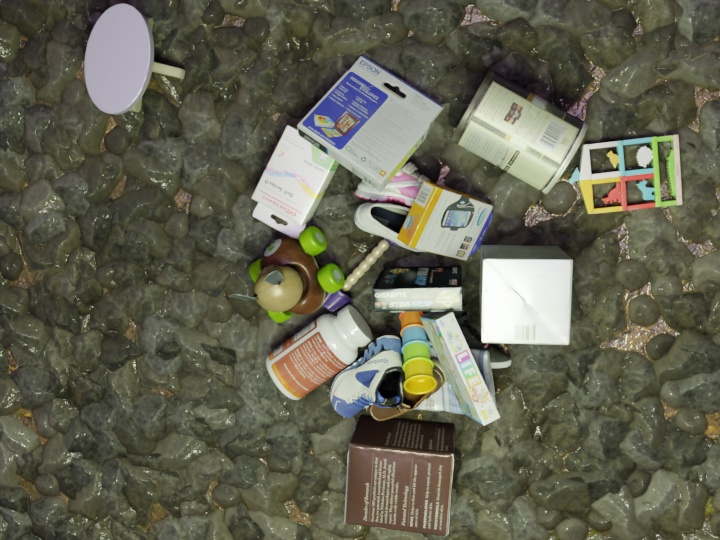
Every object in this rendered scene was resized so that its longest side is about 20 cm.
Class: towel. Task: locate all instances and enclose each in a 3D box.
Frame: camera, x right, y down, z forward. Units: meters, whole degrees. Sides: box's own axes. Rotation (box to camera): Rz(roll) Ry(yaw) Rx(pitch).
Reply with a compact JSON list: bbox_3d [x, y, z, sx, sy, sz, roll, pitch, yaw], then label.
[{"bbox_3d":[0.162,0.214,1.470,0.200,0.024,0.147,1,114,26],"label":"towel"}]

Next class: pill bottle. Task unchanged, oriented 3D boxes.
[{"bbox_3d":[-0.078,0.158,1.495,0.200,0.112,0.112,-36,92,12],"label":"pill bottle"}]

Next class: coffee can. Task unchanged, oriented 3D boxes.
[{"bbox_3d":[0.284,-0.249,1.368,0.200,0.146,0.147,30,101,3],"label":"coffee can"}]

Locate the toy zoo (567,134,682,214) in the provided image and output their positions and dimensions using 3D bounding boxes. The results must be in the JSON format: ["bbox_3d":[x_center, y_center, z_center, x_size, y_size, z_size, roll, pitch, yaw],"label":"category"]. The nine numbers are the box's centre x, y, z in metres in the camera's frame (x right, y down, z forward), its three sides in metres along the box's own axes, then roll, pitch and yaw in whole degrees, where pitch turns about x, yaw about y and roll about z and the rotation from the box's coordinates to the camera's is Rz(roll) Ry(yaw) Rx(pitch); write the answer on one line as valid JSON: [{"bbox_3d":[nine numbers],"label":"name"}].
[{"bbox_3d":[0.489,-0.177,1.413,0.200,0.020,0.131,-6,97,9],"label":"toy zoo"}]

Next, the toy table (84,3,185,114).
[{"bbox_3d":[-0.446,-0.400,1.464,0.184,0.117,0.200,25,100,4],"label":"toy table"}]

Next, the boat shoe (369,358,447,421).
[{"bbox_3d":[0.082,0.239,1.469,0.200,0.068,0.072,-39,90,35],"label":"boat shoe"}]

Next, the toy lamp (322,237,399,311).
[{"bbox_3d":[0.000,0.000,1.491,0.058,0.058,0.200,45,99,0],"label":"toy lamp"}]

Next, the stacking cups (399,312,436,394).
[{"bbox_3d":[0.103,0.136,1.428,0.060,0.200,0.061,-2,135,-2],"label":"stacking cups"}]

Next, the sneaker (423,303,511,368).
[{"bbox_3d":[0.206,0.118,1.469,0.200,0.071,0.099,19,105,9],"label":"sneaker"}]

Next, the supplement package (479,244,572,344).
[{"bbox_3d":[0.294,0.039,1.380,0.151,0.200,0.151,1,99,8],"label":"supplement package"}]

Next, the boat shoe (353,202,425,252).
[{"bbox_3d":[0.087,-0.080,1.421,0.200,0.065,0.074,10,83,-24],"label":"boat shoe"}]

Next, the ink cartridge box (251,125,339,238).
[{"bbox_3d":[-0.131,-0.166,1.478,0.117,0.067,0.200,28,101,3],"label":"ink cartridge box"}]

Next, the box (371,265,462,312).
[{"bbox_3d":[0.109,0.032,1.406,0.159,0.200,0.046,-1,101,8],"label":"box"}]

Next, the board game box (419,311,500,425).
[{"bbox_3d":[0.175,0.169,1.359,0.034,0.134,0.200,-25,92,-7],"label":"board game box"}]

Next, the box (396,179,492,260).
[{"bbox_3d":[0.165,-0.088,1.409,0.041,0.200,0.119,36,107,39],"label":"box"}]

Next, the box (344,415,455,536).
[{"bbox_3d":[0.081,0.394,1.479,0.200,0.166,0.165,4,99,8],"label":"box"}]

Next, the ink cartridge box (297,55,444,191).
[{"bbox_3d":[0.019,-0.278,1.422,0.198,0.047,0.200,36,71,12],"label":"ink cartridge box"}]

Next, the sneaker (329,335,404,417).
[{"bbox_3d":[0.019,0.226,1.442,0.080,0.115,0.199,21,121,-30],"label":"sneaker"}]

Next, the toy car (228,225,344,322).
[{"bbox_3d":[-0.157,0.015,1.418,0.164,0.200,0.158,-31,81,25],"label":"toy car"}]

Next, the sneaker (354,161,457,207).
[{"bbox_3d":[0.092,-0.165,1.440,0.200,0.081,0.088,10,93,0],"label":"sneaker"}]
